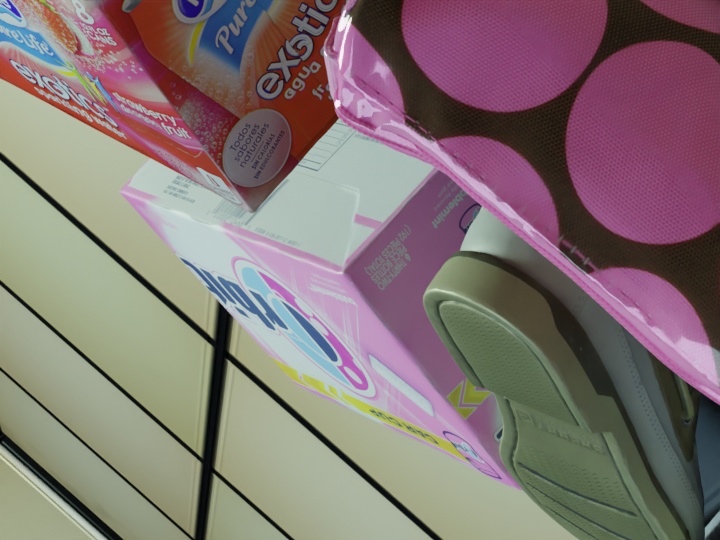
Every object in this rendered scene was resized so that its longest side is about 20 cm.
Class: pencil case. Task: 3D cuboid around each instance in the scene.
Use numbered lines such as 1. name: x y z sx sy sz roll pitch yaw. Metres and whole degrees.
1. pencil case: 0.080 -0.017 0.744 0.200 0.094 0.091 40 168 13

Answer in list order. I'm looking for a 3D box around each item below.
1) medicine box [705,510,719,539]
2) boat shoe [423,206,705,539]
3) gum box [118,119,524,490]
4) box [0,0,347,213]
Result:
1. medicine box: 0.186 0.155 0.980 0.182 0.103 0.200 41 167 1
2. boat shoe: 0.083 0.037 0.972 0.075 0.069 0.200 25 160 28
3. gum box: 0.000 0.000 1.104 0.114 0.066 0.200 50 166 -27
4. box: -0.081 -0.109 0.918 0.200 0.096 0.100 28 162 47
